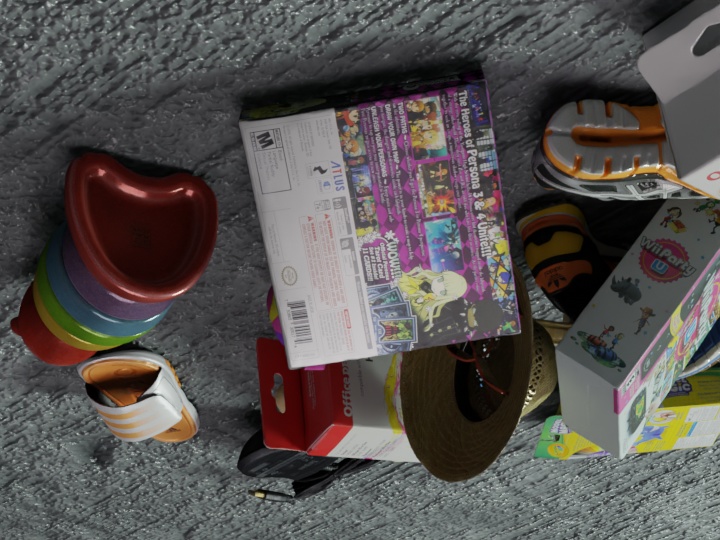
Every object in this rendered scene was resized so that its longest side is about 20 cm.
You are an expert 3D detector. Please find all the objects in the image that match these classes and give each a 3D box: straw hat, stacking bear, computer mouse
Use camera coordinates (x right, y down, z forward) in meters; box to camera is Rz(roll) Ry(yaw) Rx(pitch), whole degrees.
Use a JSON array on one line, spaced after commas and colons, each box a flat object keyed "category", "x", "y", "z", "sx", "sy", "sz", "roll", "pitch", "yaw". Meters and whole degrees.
[{"category": "straw hat", "x": 0.121, "y": 0.084, "z": 1.263, "sx": 0.085, "sy": 0.202, "sz": 0.201, "roll": 10, "pitch": 146, "yaw": -31}, {"category": "stacking bear", "x": -0.208, "y": 0.011, "z": 1.158, "sx": 0.121, "sy": 0.115, "sz": 0.200, "roll": 12, "pitch": 150, "yaw": -29}, {"category": "computer mouse", "x": -0.081, "y": 0.201, "z": 1.570, "sx": 0.140, "sy": 0.046, "sz": 0.199, "roll": -32, "pitch": 154, "yaw": 29}]

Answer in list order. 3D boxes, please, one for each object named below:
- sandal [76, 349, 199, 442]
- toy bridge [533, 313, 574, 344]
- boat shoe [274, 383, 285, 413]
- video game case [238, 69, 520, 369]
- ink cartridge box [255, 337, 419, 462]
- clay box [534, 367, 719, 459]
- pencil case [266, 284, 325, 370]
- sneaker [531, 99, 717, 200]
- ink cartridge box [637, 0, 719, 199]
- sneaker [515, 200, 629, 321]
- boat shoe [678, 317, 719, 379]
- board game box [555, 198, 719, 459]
[{"category": "sandal", "x": -0.201, "y": 0.138, "z": 1.416, "sx": 0.079, "sy": 0.060, "sz": 0.207, "roll": -14, "pitch": 149, "yaw": 11}, {"category": "toy bridge", "x": 0.191, "y": 0.054, "z": 1.321, "sx": 0.198, "sy": 0.027, "sz": 0.067, "roll": 7, "pitch": -175, "yaw": 2}, {"category": "boat shoe", "x": -0.013, "y": 0.142, "z": 1.466, "sx": 0.069, "sy": 0.074, "sz": 0.200, "roll": -9, "pitch": 153, "yaw": 30}, {"category": "video game case", "x": 0.017, "y": -0.034, "z": 1.085, "sx": 0.180, "sy": 0.036, "sz": 0.201, "roll": -10, "pitch": 112, "yaw": 4}, {"category": "ink cartridge box", "x": 0.010, "y": 0.107, "z": 1.353, "sx": 0.199, "sy": 0.117, "sz": 0.067, "roll": 7, "pitch": 148, "yaw": -24}, {"category": "clay box", "x": 0.284, "y": 0.152, "z": 1.560, "sx": 0.198, "sy": 0.048, "sz": 0.115, "roll": -3, "pitch": 150, "yaw": -5}, {"category": "pencil case", "x": 0.000, "y": 0.000, "z": 1.203, "sx": 0.088, "sy": 0.089, "sz": 0.200, "roll": 10, "pitch": 145, "yaw": -28}, {"category": "sneaker", "x": 0.221, "y": -0.087, "z": 1.123, "sx": 0.198, "sy": 0.079, "sz": 0.077, "roll": 6, "pitch": 161, "yaw": -16}, {"category": "ink cartridge box", "x": 0.298, "y": -0.119, "z": 1.021, "sx": 0.199, "sy": 0.126, "sz": 0.128, "roll": 18, "pitch": 142, "yaw": -38}, {"category": "sneaker", "x": 0.196, "y": 0.019, "z": 1.269, "sx": 0.070, "sy": 0.091, "sz": 0.200, "roll": -23, "pitch": 147, "yaw": 25}, {"category": "boat shoe", "x": 0.348, "y": 0.052, "z": 1.379, "sx": 0.072, "sy": 0.073, "sz": 0.200, "roll": 15, "pitch": 143, "yaw": -35}, {"category": "board game box", "x": 0.243, "y": 0.037, "z": 1.219, "sx": 0.064, "sy": 0.200, "sz": 0.148, "roll": 30, "pitch": 161, "yaw": 23}]
